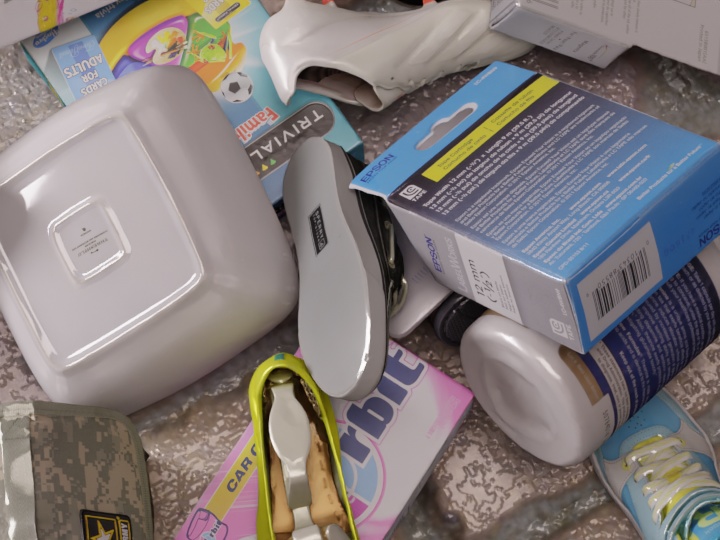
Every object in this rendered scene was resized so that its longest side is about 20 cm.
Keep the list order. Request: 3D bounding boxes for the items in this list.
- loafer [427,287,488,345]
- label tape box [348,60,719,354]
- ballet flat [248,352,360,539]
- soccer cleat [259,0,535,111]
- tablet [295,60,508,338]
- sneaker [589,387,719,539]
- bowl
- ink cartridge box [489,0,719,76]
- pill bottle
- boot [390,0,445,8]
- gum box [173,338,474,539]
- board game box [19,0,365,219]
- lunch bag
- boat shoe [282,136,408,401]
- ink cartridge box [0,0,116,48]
[{"bbox_3d":[0.121,-0.022,1.527,0.199,0.072,0.063,-32,53,-12],"label":"loafer"},{"bbox_3d":[0.111,-0.044,1.418,0.143,0.066,0.199,-40,40,-23],"label":"label tape box"},{"bbox_3d":[-0.035,0.148,1.409,0.066,0.067,0.202,-10,79,-3],"label":"ballet flat"},{"bbox_3d":[0.029,-0.143,1.534,0.198,0.069,0.078,-2,66,-17],"label":"soccer cleat"},{"bbox_3d":[0.060,-0.051,1.520,0.200,0.014,0.130,-43,44,-9],"label":"tablet"},{"bbox_3d":[0.205,0.139,1.444,0.079,0.131,0.201,-27,75,-5],"label":"sneaker"},{"bbox_3d":[-0.162,-0.017,1.484,0.199,0.075,0.201,-30,80,18],"label":"bowl"},{"bbox_3d":[0.182,-0.233,1.568,0.172,0.044,0.201,17,64,-20],"label":"ink cartridge box"},{"bbox_3d":[0.167,0.023,1.454,0.200,0.111,0.111,-39,78,-24],"label":"pill bottle"},{"bbox_3d":[-0.003,-0.264,1.522,0.072,0.200,0.145,-23,75,22],"label":"boot"},{"bbox_3d":[-0.026,0.138,1.481,0.113,0.066,0.201,32,79,8],"label":"gum box"},{"bbox_3d":[-0.115,-0.117,1.557,0.151,0.047,0.200,-35,78,-7],"label":"board game box"},{"bbox_3d":[-0.183,0.177,1.406,0.117,0.200,0.165,-5,75,0],"label":"lunch bag"},{"bbox_3d":[0.000,0.000,1.450,0.063,0.071,0.201,22,43,-33],"label":"boat shoe"},{"bbox_3d":[-0.230,-0.259,1.519,0.199,0.147,0.147,-23,45,-4],"label":"ink cartridge box"}]
